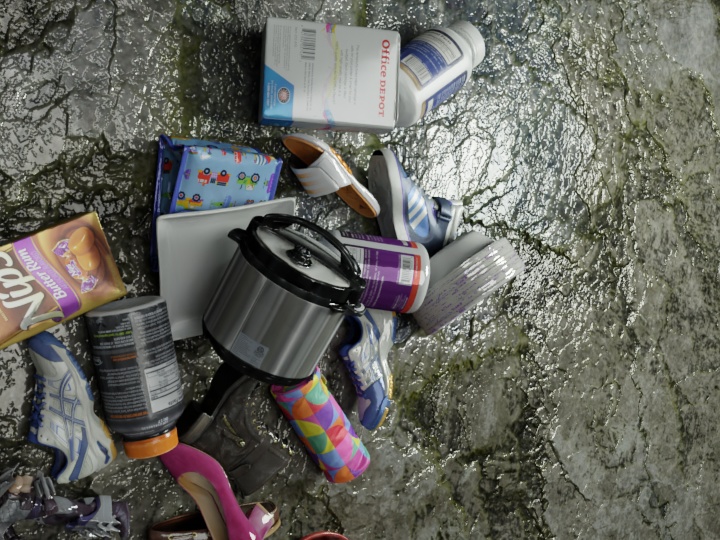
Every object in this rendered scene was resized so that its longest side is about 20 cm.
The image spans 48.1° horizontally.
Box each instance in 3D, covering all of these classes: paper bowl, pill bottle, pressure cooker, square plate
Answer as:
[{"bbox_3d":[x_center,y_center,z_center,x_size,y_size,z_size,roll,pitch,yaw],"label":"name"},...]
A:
[{"bbox_3d":[0.164,0.013,1.335,0.200,0.201,0.105,-32,83,-30],"label":"paper bowl"},{"bbox_3d":[-0.292,0.142,1.063,0.106,0.106,0.202,-14,100,-34],"label":"pill bottle"},{"bbox_3d":[-0.096,0.030,1.075,0.175,0.179,0.201,16,111,-37],"label":"pressure cooker"},{"bbox_3d":[-0.190,-0.005,1.130,0.197,0.028,0.201,-12,126,-28],"label":"square plate"},{"bbox_3d":[0.113,-0.331,1.331,0.200,0.111,0.112,-40,114,-27],"label":"pill bottle"},{"bbox_3d":[0.000,0.000,1.245,0.198,0.112,0.114,8,87,-14],"label":"pill bottle"}]

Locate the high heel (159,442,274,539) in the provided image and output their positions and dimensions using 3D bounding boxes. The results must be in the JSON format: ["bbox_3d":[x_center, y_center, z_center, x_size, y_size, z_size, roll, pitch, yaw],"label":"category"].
[{"bbox_3d":[-0.215,0.323,1.105,0.200,0.067,0.096,43,38,-3],"label":"high heel"}]

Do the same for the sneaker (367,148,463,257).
[{"bbox_3d":[0.100,-0.119,1.342,0.146,0.080,0.202,-21,108,-26],"label":"sneaker"}]

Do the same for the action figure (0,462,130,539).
[{"bbox_3d":[-0.390,0.296,0.999,0.199,0.130,0.070,23,45,-37],"label":"action figure"}]

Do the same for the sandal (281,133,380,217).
[{"bbox_3d":[-0.047,-0.131,1.245,0.207,0.079,0.060,42,66,-31],"label":"sandal"}]

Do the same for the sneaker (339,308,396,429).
[{"bbox_3d":[0.002,0.151,1.296,0.087,0.075,0.202,7,79,-27],"label":"sneaker"}]

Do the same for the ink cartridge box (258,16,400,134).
[{"bbox_3d":[-0.047,-0.283,1.194,0.198,0.085,0.146,3,91,-11],"label":"ink cartridge box"}]

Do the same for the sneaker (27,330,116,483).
[{"bbox_3d":[-0.383,0.177,1.018,0.088,0.075,0.201,-28,107,-31],"label":"sneaker"}]

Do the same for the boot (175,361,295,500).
[{"bbox_3d":[-0.156,0.222,1.182,0.200,0.069,0.174,-46,119,-1],"label":"boot"}]

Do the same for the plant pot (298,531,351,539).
[{"bbox_3d":[-0.035,0.502,1.216,0.199,0.182,0.202,-2,94,-36],"label":"plant pot"}]

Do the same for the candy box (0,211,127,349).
[{"bbox_3d":[-0.407,0.014,1.006,0.199,0.056,0.118,-27,108,-30],"label":"candy box"}]

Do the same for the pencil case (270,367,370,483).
[{"bbox_3d":[-0.059,0.234,1.251,0.088,0.088,0.201,-38,114,-28],"label":"pencil case"}]

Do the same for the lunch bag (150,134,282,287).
[{"bbox_3d":[-0.212,-0.076,1.137,0.150,0.094,0.202,2,107,-36],"label":"lunch bag"}]

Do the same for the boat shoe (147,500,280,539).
[{"bbox_3d":[-0.206,0.366,1.156,0.199,0.070,0.071,-13,100,-35],"label":"boat shoe"}]
